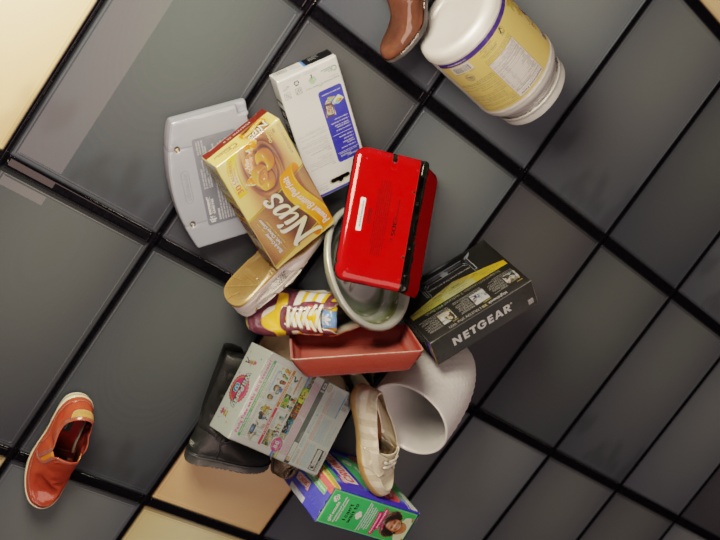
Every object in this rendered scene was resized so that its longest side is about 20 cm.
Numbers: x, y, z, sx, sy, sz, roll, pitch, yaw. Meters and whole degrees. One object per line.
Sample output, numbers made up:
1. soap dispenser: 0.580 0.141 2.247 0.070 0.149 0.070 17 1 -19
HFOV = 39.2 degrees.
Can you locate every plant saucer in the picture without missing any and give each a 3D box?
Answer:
1. plant saucer: -0.011 0.125 1.567 0.196 0.200 0.037 -4 98 -4
2. plant saucer: 0.000 0.000 1.581 0.050 0.203 0.199 -18 140 39

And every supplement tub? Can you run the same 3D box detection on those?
1. supplement tub: 0.198 -0.321 1.495 0.199 0.145 0.146 33 99 -36

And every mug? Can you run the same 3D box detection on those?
1. mug: 0.119 0.219 1.734 0.175 0.146 0.202 -47 148 -44

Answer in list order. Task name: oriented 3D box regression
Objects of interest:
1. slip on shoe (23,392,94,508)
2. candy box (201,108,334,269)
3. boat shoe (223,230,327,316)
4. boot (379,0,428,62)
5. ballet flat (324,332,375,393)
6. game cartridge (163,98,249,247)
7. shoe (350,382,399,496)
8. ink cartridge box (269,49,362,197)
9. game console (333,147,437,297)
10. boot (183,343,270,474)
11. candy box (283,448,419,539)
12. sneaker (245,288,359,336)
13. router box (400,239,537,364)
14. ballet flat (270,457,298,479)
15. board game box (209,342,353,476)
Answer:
1. slip on shoe: -0.459 0.283 1.540 0.073 0.061 0.202 17 109 -35
2. candy box: -0.130 -0.115 1.454 0.115 0.055 0.201 -38 130 -13
3. boat shoe: -0.123 -0.010 1.554 0.200 0.071 0.070 -42 149 -9
4. boot: 0.019 -0.411 1.403 0.198 0.069 0.190 22 105 -33
5. ballet flat: -0.005 0.172 1.703 0.067 0.075 0.202 -27 125 -10
6. game cartridge: -0.212 -0.138 1.454 0.132 0.040 0.203 -20 123 -21
7. shoe: 0.029 0.282 1.656 0.070 0.053 0.203 -34 118 -50
8. ink cartridge box: -0.058 -0.213 1.490 0.098 0.039 0.202 -26 123 -13
9. game console: 0.043 -0.070 1.560 0.170 0.119 0.203 11 86 -15
10. boot: -0.186 0.227 1.654 0.163 0.065 0.203 13 102 -39
11. candy box: -0.022 0.381 1.749 0.198 0.169 0.078 24 99 -35
12. sneaker: -0.081 0.068 1.589 0.197 0.090 0.076 -7 103 -28
13. router box: 0.168 0.049 1.674 0.198 0.157 0.053 -30 126 -8
14. ballet flat: -0.114 0.256 1.686 0.067 0.046 0.203 -16 117 -57
15. board game box: -0.120 0.223 1.606 0.199 0.064 0.149 33 81 -40
